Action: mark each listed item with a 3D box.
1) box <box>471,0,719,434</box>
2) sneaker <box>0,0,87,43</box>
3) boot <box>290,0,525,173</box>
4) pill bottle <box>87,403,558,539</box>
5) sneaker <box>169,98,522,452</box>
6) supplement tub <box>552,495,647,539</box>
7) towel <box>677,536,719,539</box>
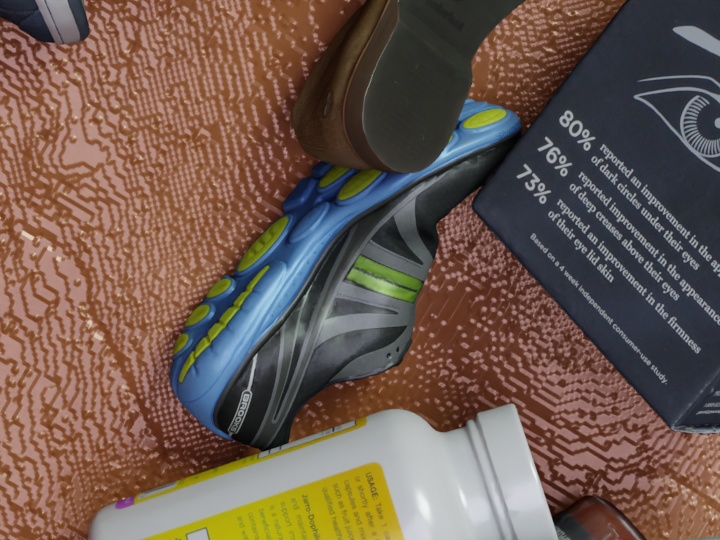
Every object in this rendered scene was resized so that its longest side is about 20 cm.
[{"bbox_3d":[0.171,-0.051,1.184,0.148,0.104,0.200,50,114,25],"label":"box"},{"bbox_3d":[-0.198,-0.143,1.132,0.145,0.202,0.077,-14,66,5],"label":"sneaker"},{"bbox_3d":[0.031,-0.132,1.230,0.074,0.075,0.201,43,66,-29],"label":"boot"},{"bbox_3d":[-0.014,0.126,1.214,0.199,0.104,0.105,-19,100,2],"label":"pill bottle"},{"bbox_3d":[0.000,0.000,1.244,0.200,0.071,0.083,-47,117,-2],"label":"sneaker"},{"bbox_3d":[0.063,0.202,1.254,0.200,0.107,0.107,-38,102,-6],"label":"supplement tub"},{"bbox_3d":[0.108,0.216,1.191,0.170,0.048,0.201,-4,107,-19],"label":"towel"}]
